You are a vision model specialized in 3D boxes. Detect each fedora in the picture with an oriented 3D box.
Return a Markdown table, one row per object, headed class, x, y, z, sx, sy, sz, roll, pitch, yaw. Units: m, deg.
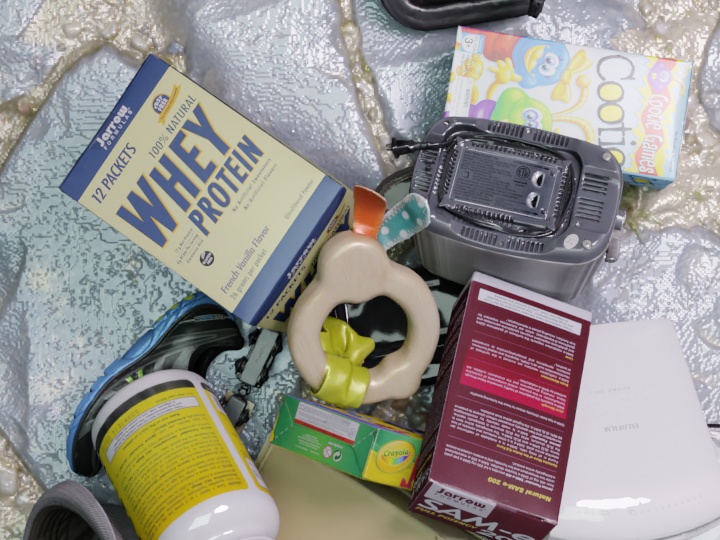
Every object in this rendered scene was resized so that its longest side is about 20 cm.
| class | x | y | z | sx | sy | sz | roll | pitch | yaw |
| --- | --- | --- | --- | --- | --- | --- | --- | --- | --- |
| fedora | -0.211 | 0.265 | 1.589 | 0.090 | 0.200 | 0.178 | -6 | 101 | -35 |

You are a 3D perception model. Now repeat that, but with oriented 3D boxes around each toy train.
| class | x | y | z | sx | sy | sz | roll | pitch | yaw |
| --- | --- | --- | --- | --- | --- | --- | --- | --- | --- |
| toy train | -0.120 | 0.140 | 1.639 | 0.034 | 0.046 | 0.200 | 26 | 90 | 3 |

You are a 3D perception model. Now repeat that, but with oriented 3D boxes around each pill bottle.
| class | x | y | z | sx | sy | sz | roll | pitch | yaw |
| --- | --- | --- | --- | --- | --- | --- | --- | --- | --- |
| pill bottle | -0.136 | 0.188 | 1.529 | 0.112 | 0.112 | 0.200 | -35 | 55 | 3 |

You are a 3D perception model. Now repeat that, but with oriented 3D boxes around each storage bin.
| class | x | y | z | sx | sy | sz | roll | pitch | yaw |
| --- | --- | --- | --- | --- | --- | --- | --- | --- | --- |
| storage bin | -0.024 | 0.268 | 1.566 | 0.200 | 0.094 | 0.199 | 29 | 92 | 32 |

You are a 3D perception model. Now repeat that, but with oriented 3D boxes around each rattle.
| class | x | y | z | sx | sy | sz | roll | pitch | yaw |
| --- | --- | --- | --- | --- | --- | --- | --- | --- | --- |
| rattle | 0.000 | 0.000 | 1.518 | 0.130 | 0.143 | 0.201 | -1 | 114 | 6 |

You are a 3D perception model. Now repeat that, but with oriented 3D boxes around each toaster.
| class | x | y | z | sx | sy | sz | roll | pitch | yaw |
| --- | --- | --- | --- | --- | --- | --- | --- | --- | --- |
| toaster | 0.116 | -0.047 | 1.519 | 0.199 | 0.129 | 0.114 | 12 | 68 | 8 |

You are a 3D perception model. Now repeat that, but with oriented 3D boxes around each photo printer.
| class | x | y | z | sx | sy | sz | roll | pitch | yaw |
| --- | --- | --- | --- | --- | --- | --- | --- | --- | --- |
| photo printer | 0.209 | 0.141 | 1.547 | 0.166 | 0.070 | 0.200 | -6 | 54 | -8 |

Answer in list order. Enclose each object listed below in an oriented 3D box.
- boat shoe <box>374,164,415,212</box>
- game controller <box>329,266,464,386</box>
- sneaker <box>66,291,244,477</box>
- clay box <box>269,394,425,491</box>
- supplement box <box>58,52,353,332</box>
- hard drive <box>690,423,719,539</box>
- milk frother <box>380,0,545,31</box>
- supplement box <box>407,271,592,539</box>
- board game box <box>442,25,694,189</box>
| class | x | y | z | sx | sy | sz | roll | pitch | yaw |
| --- | --- | --- | --- | --- | --- | --- | --- | --- | --- |
| boat shoe | 0.109 | -0.062 | 1.619 | 0.199 | 0.057 | 0.067 | 4 | 89 | 4 |
| game controller | 0.059 | 0.048 | 1.636 | 0.199 | 0.042 | 0.105 | -10 | 74 | 3 |
| sneaker | -0.182 | 0.109 | 1.630 | 0.083 | 0.071 | 0.200 | 44 | 89 | 10 |
| clay box | 0.035 | 0.154 | 1.543 | 0.115 | 0.200 | 0.048 | 16 | 88 | 44 |
| supplement box | -0.111 | -0.058 | 1.553 | 0.200 | 0.200 | 0.134 | 35 | 92 | 11 |
| hard drive | 0.238 | 0.200 | 1.617 | 0.199 | 0.038 | 0.140 | 3 | 89 | 5 |
| milk frother | 0.082 | -0.293 | 1.554 | 0.187 | 0.200 | 0.181 | -5 | 93 | 4 |
| supplement box | 0.113 | 0.110 | 1.474 | 0.109 | 0.061 | 0.200 | 20 | 54 | -6 |
| board game box | 0.174 | -0.138 | 1.592 | 0.199 | 0.105 | 0.103 | 9 | 89 | 4 |
